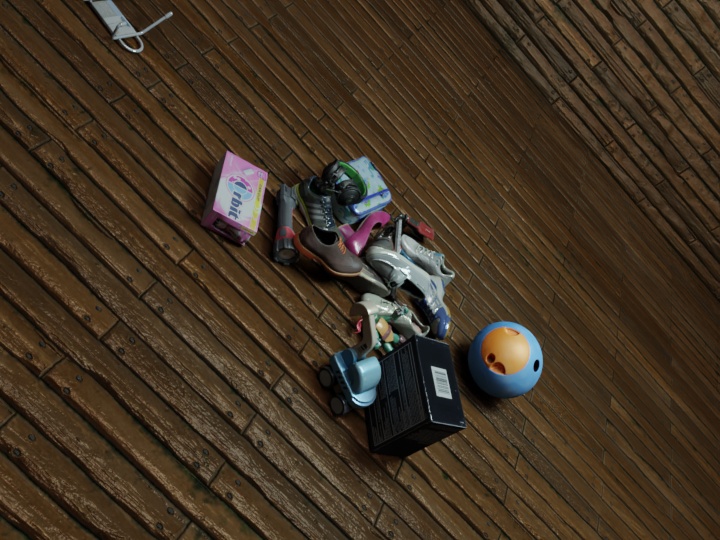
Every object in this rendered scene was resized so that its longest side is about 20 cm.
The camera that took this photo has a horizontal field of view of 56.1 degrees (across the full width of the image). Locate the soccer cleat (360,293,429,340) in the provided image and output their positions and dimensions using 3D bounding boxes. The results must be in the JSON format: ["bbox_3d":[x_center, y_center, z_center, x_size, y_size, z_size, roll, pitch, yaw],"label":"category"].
[{"bbox_3d":[0.088,0.111,1.712,0.199,0.077,0.070,36,41,-19],"label":"soccer cleat"}]

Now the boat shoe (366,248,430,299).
[{"bbox_3d":[0.097,0.013,1.705,0.199,0.070,0.073,28,52,-25],"label":"boat shoe"}]

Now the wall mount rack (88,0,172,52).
[{"bbox_3d":[-0.560,-0.628,1.620,0.201,0.074,0.174,52,39,-2],"label":"wall mount rack"}]

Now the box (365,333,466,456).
[{"bbox_3d":[0.113,0.283,1.511,0.122,0.198,0.203,19,49,-37],"label":"box"}]

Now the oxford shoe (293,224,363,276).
[{"bbox_3d":[-0.060,-0.045,1.589,0.198,0.072,0.072,25,46,-34],"label":"oxford shoe"}]

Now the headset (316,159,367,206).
[{"bbox_3d":[-0.043,-0.229,1.710,0.124,0.094,0.199,54,33,7],"label":"headset"}]

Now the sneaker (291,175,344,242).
[{"bbox_3d":[-0.100,-0.149,1.716,0.202,0.081,0.074,55,39,3],"label":"sneaker"}]

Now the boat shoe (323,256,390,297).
[{"bbox_3d":[0.000,0.000,1.702,0.198,0.074,0.074,31,56,-26],"label":"boat shoe"}]

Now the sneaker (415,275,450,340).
[{"bbox_3d":[0.187,0.099,1.838,0.087,0.076,0.203,13,46,-23],"label":"sneaker"}]

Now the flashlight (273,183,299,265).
[{"bbox_3d":[-0.177,-0.110,1.630,0.067,0.068,0.203,21,44,-27],"label":"flashlight"}]

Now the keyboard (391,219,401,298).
[{"bbox_3d":[0.097,-0.031,1.777,0.056,0.010,0.205,-14,109,-75],"label":"keyboard"}]

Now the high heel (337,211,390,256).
[{"bbox_3d":[0.026,-0.096,1.807,0.198,0.068,0.097,-19,67,-45],"label":"high heel"}]

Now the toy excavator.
[{"bbox_3d":[-0.002,0.189,1.466,0.099,0.199,0.197,-10,68,-48],"label":"toy excavator"}]

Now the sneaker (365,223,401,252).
[{"bbox_3d":[0.064,-0.083,1.789,0.076,0.084,0.200,13,11,12],"label":"sneaker"}]

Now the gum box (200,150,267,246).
[{"bbox_3d":[-0.288,-0.162,1.549,0.112,0.066,0.203,27,46,-26],"label":"gum box"}]

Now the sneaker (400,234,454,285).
[{"bbox_3d":[0.192,-0.037,1.922,0.200,0.086,0.075,44,41,-9],"label":"sneaker"}]

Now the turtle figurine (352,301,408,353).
[{"bbox_3d":[0.064,0.149,1.642,0.201,0.100,0.150,53,58,-25],"label":"turtle figurine"}]

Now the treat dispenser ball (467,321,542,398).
[{"bbox_3d":[0.388,0.240,1.817,0.199,0.200,0.204,25,46,-29],"label":"treat dispenser ball"}]

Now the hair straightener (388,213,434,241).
[{"bbox_3d":[0.135,-0.124,1.946,0.199,0.076,0.042,18,72,-53],"label":"hair straightener"}]

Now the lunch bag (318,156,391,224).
[{"bbox_3d":[-0.010,-0.218,1.861,0.199,0.082,0.163,-25,83,-50],"label":"lunch bag"}]
